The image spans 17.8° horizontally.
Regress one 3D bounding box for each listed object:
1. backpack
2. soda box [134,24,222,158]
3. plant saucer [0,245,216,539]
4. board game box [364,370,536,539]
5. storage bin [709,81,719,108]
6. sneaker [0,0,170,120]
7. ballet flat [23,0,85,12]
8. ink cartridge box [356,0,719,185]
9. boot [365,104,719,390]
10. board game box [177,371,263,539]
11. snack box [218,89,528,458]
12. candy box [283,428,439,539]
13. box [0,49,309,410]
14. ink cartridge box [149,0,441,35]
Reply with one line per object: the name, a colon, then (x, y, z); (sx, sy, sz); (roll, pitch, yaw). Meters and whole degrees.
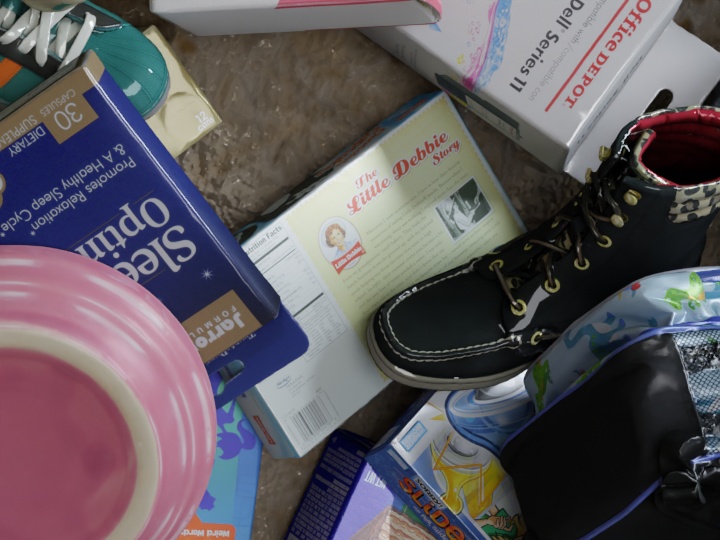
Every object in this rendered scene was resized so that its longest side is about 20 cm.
backpack: (0.194, 0.085, 1.220); (0.199, 0.183, 0.148); (3, 61, -25)
soda box: (-0.176, -0.049, 1.241); (0.200, 0.064, 0.068); (-38, 104, -9)
plant saucer: (-0.175, 0.087, 1.183); (0.200, 0.051, 0.201); (1, 112, 2)
board game box: (0.111, 0.087, 1.304); (0.135, 0.034, 0.200); (47, 58, -6)
storage bin: (0.265, -0.069, 1.309); (0.134, 0.200, 0.146); (43, 113, -5)
sneaker: (-0.193, -0.134, 1.181); (0.199, 0.080, 0.072); (23, 73, 7)
ballet flat: (-0.144, -0.221, 1.171); (0.069, 0.069, 0.201); (14, 67, -17)
ink cartridge box: (0.099, -0.138, 1.273); (0.200, 0.067, 0.117); (36, 83, 6)
boot: (0.108, -0.015, 1.226); (0.203, 0.154, 0.074); (-13, 60, -21)
board game box: (-0.136, 0.134, 1.280); (0.151, 0.045, 0.201); (6, 94, -17)
snack box: (0.000, 0.000, 1.286); (0.200, 0.037, 0.116); (-38, 105, -26)
candy box: (0.026, 0.217, 1.319); (0.169, 0.077, 0.201); (24, 89, -18)
box: (-0.128, 0.000, 1.190); (0.121, 0.032, 0.200); (-33, 109, 14)
ink cartridge box: (-0.033, -0.232, 1.213); (0.146, 0.083, 0.201); (-2, 87, 12)
